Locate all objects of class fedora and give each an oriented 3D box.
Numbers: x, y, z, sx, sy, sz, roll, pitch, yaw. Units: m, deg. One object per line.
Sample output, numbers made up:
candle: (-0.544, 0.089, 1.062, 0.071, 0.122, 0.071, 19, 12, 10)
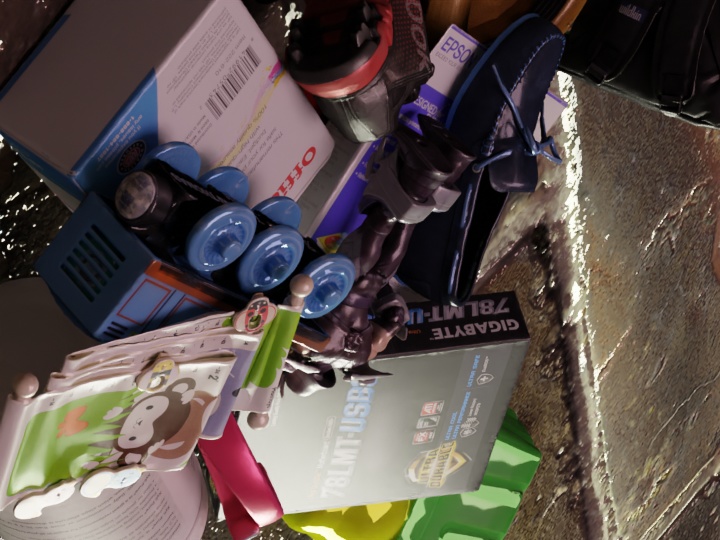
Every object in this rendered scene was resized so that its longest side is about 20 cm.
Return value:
fedora: (0.090, -0.215, 1.664, 0.201, 0.082, 0.201, -38, 145, -33)

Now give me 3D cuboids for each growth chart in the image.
growth chart: (-0.123, 0.078, 1.387, 0.200, 0.018, 0.145, -19, 143, -27)

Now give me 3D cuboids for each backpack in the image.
backpack: (0.253, -0.225, 1.857, 0.154, 0.163, 0.200, -23, 129, -60)

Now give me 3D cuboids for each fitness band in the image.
fitness band: (-0.095, 0.093, 1.571, 0.037, 0.200, 0.144, -24, 101, -4)

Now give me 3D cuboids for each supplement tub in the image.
supplement tub: (-0.178, 0.106, 1.503, 0.132, 0.132, 0.200, -48, 150, -18)

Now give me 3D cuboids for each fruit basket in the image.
fruit basket: (0.014, 0.167, 1.897, 0.215, 0.156, 0.216, -4, 110, -10)

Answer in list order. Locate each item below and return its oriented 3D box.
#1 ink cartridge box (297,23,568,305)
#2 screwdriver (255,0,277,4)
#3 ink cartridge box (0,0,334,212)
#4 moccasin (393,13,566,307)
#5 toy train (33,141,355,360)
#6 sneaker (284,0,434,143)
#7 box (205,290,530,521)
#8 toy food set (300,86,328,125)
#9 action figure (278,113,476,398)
ink cartridge box: (0.034, -0.064, 1.650, 0.200, 0.043, 0.198, -55, 151, 6)
screwdriver: (-0.067, -0.227, 1.454, 0.028, 0.029, 0.200, -46, 154, -22)
ink cartridge box: (-0.114, -0.082, 1.469, 0.145, 0.085, 0.200, -52, 149, -10)
moccasin: (0.091, -0.068, 1.614, 0.080, 0.068, 0.200, -7, 127, -52)
toy train: (-0.089, 0.003, 1.418, 0.114, 0.087, 0.200, -49, 146, 9)
sneaker: (0.005, -0.155, 1.526, 0.201, 0.071, 0.098, -80, 150, -45)
box: (0.001, 0.097, 1.716, 0.198, 0.050, 0.200, -6, 145, -16)
toy food set: (-0.039, -0.049, 1.657, 0.198, 0.049, 0.200, -58, 152, -1)
action figure: (0.000, 0.000, 1.564, 0.130, 0.069, 0.200, 3, 122, -57)
